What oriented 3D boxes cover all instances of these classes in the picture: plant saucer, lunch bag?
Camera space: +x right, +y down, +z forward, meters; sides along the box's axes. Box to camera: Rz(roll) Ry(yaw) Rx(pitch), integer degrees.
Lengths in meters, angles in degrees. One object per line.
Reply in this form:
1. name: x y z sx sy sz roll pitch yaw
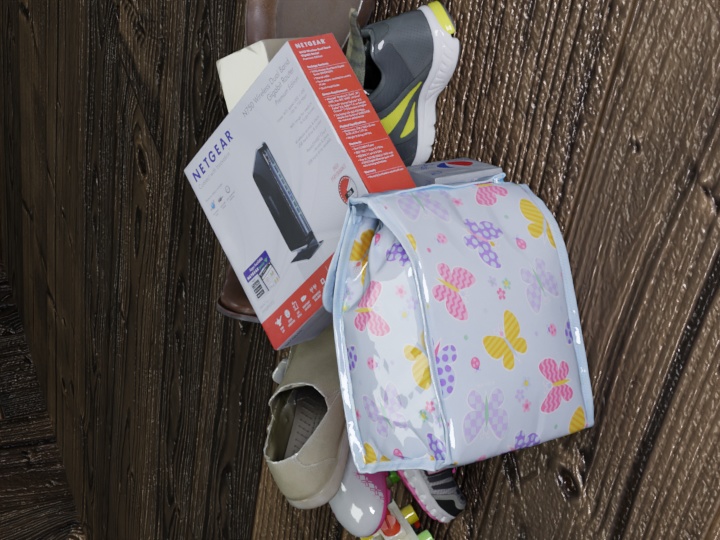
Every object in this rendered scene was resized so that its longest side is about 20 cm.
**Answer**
1. plant saucer: -0.040 -0.256 1.576 0.200 0.032 0.201 -23 61 50
2. lunch bag: 0.068 0.035 1.263 0.127 0.169 0.201 -7 93 47

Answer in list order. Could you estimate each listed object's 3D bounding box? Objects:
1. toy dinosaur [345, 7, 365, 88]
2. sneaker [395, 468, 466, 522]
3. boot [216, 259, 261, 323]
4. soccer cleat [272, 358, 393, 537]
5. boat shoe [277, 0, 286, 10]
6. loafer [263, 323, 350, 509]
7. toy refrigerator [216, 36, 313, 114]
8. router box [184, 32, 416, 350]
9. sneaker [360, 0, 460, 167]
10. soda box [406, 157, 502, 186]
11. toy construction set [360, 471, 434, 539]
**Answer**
1. toy dinosaur: -0.021 -0.139 1.409 0.088 0.047 0.201 32 138 39
2. sneaker: 0.060 0.141 1.498 0.200 0.087 0.074 59 173 -36
3. boot: -0.091 -0.061 1.638 0.186 0.064 0.201 -123 44 -71
4. soccer cleat: -0.034 0.159 1.555 0.070 0.086 0.200 -55 34 29
5. boat shoe: -0.036 -0.192 1.632 0.072 0.065 0.201 109 146 -54
6. loafer: -0.038 0.106 1.499 0.068 0.075 0.201 48 -139 -49
7. toy refrigerator: -0.058 -0.096 1.490 0.070 0.076 0.201 -18 87 41
8. router box: -0.047 -0.060 1.383 0.200 0.049 0.180 -45 69 48
9. sneaker: 0.021 -0.150 1.461 0.200 0.084 0.075 105 151 -48
10. soda box: 0.081 0.012 1.400 0.068 0.063 0.201 -157 59 -65
11. toy construction set: 0.015 0.234 1.621 0.200 0.092 0.131 -102 -13 -53
